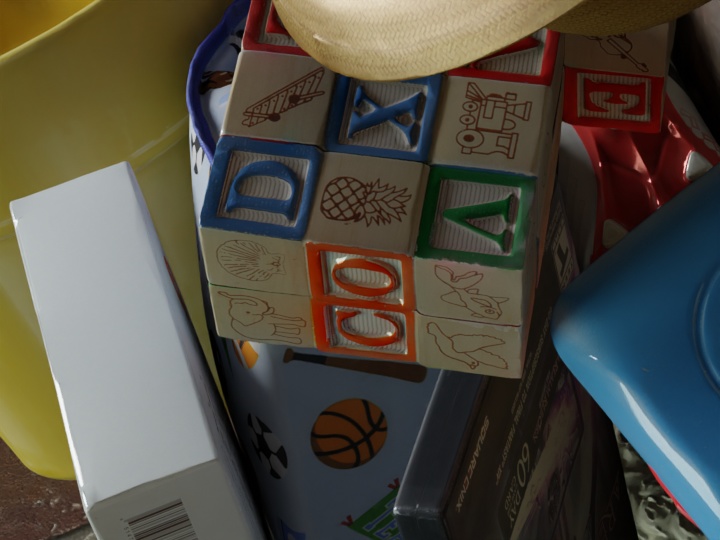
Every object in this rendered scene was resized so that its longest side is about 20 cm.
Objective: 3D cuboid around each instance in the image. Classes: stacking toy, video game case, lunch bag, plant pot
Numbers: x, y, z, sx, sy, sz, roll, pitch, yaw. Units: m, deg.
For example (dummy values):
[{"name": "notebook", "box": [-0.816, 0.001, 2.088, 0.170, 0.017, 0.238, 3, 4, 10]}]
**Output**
[{"name": "stacking toy", "box": [0.137, 0.056, 0.750, 0.116, 0.109, 0.200, 51, 174, 28]}, {"name": "video game case", "box": [0.057, 0.089, 0.839, 0.201, 0.019, 0.143, 72, -151, -41]}, {"name": "lunch bag", "box": [0.000, 0.000, 0.946, 0.200, 0.123, 0.171, -120, 20, -62]}, {"name": "plant pot", "box": [-0.121, -0.027, 1.057, 0.190, 0.200, 0.201, 66, 173, -22]}]

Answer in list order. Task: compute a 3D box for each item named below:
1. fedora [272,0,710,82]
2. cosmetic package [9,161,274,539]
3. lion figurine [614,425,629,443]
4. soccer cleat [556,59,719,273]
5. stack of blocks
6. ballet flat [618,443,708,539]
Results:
[{"name": "fedora", "box": [0.063, -0.122, 0.652, 0.082, 0.201, 0.201, 31, -161, -39]}, {"name": "cosmetic package", "box": [-0.063, 0.085, 0.926, 0.201, 0.051, 0.151, 73, 175, -45]}, {"name": "lion figurine", "box": [0.078, -0.010, 1.031, 0.201, 0.072, 0.123, 104, 155, -48]}, {"name": "soccer cleat", "box": [0.093, -0.036, 0.886, 0.201, 0.068, 0.085, 64, -170, 5]}, {"name": "stack of blocks", "box": [0.031, -0.073, 0.730, 0.059, 0.114, 0.201, 85, -165, -58]}, {"name": "ballet flat", "box": [0.100, 0.097, 1.088, 0.200, 0.071, 0.072, -130, 23, -62]}]
